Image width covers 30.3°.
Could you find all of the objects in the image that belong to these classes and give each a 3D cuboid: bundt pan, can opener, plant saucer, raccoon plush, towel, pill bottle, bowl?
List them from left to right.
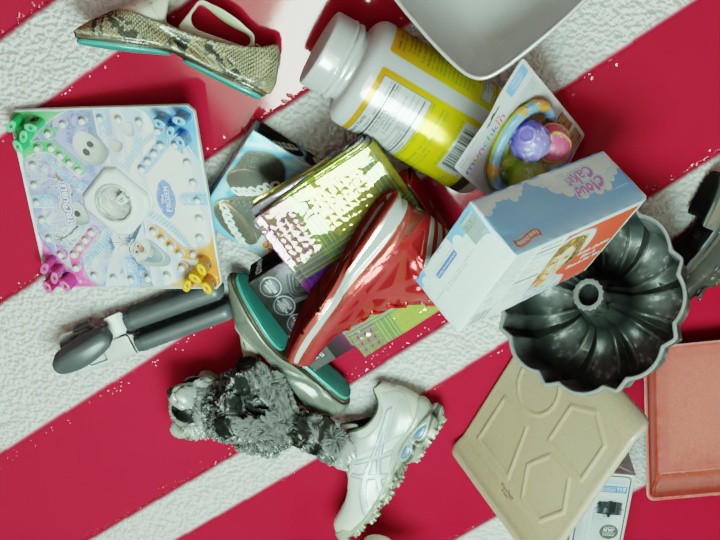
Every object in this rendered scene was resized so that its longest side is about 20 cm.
[{"bbox_3d":[-0.233,0.068,1.416,0.199,0.067,0.054,-20,115,10],"label":"can opener"},{"bbox_3d":[-0.120,0.176,1.437,0.200,0.097,0.134,44,147,-18],"label":"raccoon plush"},{"bbox_3d":[0.002,-0.024,1.300,0.143,0.023,0.200,-32,112,12],"label":"towel"},{"bbox_3d":[0.045,-0.165,1.280,0.199,0.109,0.110,29,113,-13],"label":"pill bottle"},{"bbox_3d":[0.124,-0.297,1.209,0.200,0.075,0.200,-41,84,17],"label":"bowl"},{"bbox_3d":[0.242,0.029,1.348,0.201,0.076,0.203,-5,79,29],"label":"bundt pan"},{"bbox_3d":[0.411,0.155,1.472,0.198,0.037,0.201,-6,116,3],"label":"plant saucer"}]

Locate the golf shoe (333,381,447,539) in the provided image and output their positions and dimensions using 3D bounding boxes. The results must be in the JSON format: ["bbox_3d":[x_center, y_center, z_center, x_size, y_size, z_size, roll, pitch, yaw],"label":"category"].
[{"bbox_3d":[0.010,0.211,1.494,0.097,0.078,0.201,33,107,4],"label":"golf shoe"}]

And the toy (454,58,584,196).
[{"bbox_3d":[0.168,-0.107,1.259,0.047,0.200,0.116,32,90,27],"label":"toy"}]

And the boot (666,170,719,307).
[{"bbox_3d":[0.410,0.000,1.381,0.173,0.069,0.201,18,115,-10],"label":"boot"}]

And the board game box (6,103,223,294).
[{"bbox_3d":[-0.250,-0.068,1.353,0.199,0.026,0.201,0,117,13],"label":"board game box"}]

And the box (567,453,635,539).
[{"bbox_3d":[0.254,0.279,1.489,0.060,0.117,0.201,4,117,-1],"label":"box"}]

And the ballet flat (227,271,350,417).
[{"bbox_3d":[-0.091,0.089,1.428,0.064,0.068,0.200,-34,111,23],"label":"ballet flat"}]

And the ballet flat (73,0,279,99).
[{"bbox_3d":[-0.172,-0.227,1.284,0.199,0.068,0.076,16,93,-13],"label":"ballet flat"}]

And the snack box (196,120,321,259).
[{"bbox_3d":[-0.055,-0.053,1.374,0.199,0.037,0.116,31,112,-14],"label":"snack box"}]

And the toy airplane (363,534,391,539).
[{"bbox_3d":[0.015,0.390,1.548,0.199,0.141,0.200,-18,108,49],"label":"toy airplane"}]

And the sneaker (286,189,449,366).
[{"bbox_3d":[0.020,0.032,1.273,0.115,0.078,0.200,31,112,-13],"label":"sneaker"}]

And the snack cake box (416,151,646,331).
[{"bbox_3d":[0.159,-0.030,1.229,0.067,0.199,0.115,51,136,19],"label":"snack cake box"}]

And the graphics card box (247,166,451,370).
[{"bbox_3d":[0.000,0.000,1.351,0.199,0.051,0.126,-30,112,14],"label":"graphics card box"}]

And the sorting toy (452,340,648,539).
[{"bbox_3d":[0.201,0.179,1.419,0.036,0.185,0.201,13,118,-41],"label":"sorting toy"}]
